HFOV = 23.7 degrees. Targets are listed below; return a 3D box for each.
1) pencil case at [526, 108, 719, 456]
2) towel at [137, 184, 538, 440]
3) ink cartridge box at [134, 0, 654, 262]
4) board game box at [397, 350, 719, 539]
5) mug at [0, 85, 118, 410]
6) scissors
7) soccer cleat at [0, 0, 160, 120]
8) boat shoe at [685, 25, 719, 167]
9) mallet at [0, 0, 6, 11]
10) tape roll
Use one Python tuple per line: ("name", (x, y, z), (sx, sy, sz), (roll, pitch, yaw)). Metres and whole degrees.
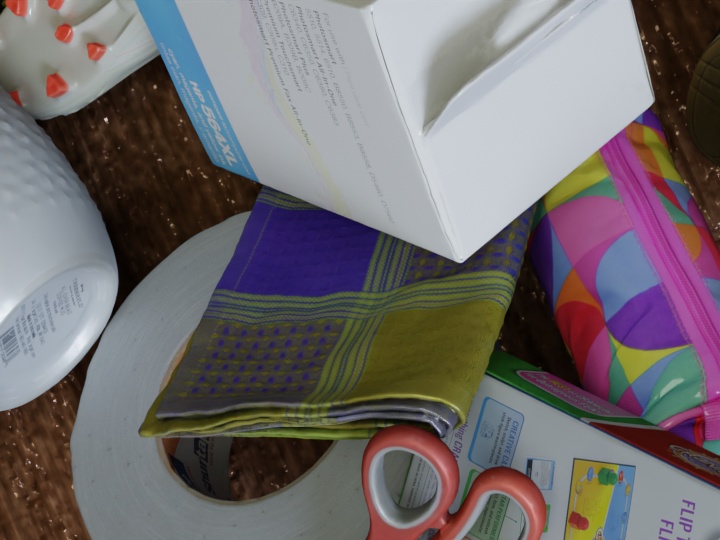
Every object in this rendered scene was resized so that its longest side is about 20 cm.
("pencil case", (0.121, 0.009, 0.742), (0.088, 0.088, 0.200), (-29, 48, 12))
("towel", (0.000, 0.000, 0.723), (0.143, 0.200, 0.023), (-4, 129, 27))
("ink cartridge box", (0.018, -0.103, 0.721), (0.128, 0.125, 0.200), (-39, 39, -23))
("board game box", (0.091, 0.134, 0.642), (0.200, 0.040, 0.153), (26, 104, 43))
("mug", (-0.210, -0.004, 0.832), (0.175, 0.148, 0.200), (39, 141, 21))
("scissors", (0.005, 0.133, 0.680), (0.073, 0.014, 0.200), (32, 128, 2))
("soccer cleat", (-0.109, -0.132, 0.848), (0.200, 0.078, 0.069), (-30, 80, 32))
("boat shoe", (0.198, -0.112, 0.736), (0.073, 0.200, 0.065), (32, 60, 8))
("mallet", (-0.113, -0.183, 0.844), (0.200, 0.066, 0.041), (-27, 84, 13))
("tape roll", (-0.033, 0.069, 0.788), (0.200, 0.066, 0.201), (-13, 58, 22))
